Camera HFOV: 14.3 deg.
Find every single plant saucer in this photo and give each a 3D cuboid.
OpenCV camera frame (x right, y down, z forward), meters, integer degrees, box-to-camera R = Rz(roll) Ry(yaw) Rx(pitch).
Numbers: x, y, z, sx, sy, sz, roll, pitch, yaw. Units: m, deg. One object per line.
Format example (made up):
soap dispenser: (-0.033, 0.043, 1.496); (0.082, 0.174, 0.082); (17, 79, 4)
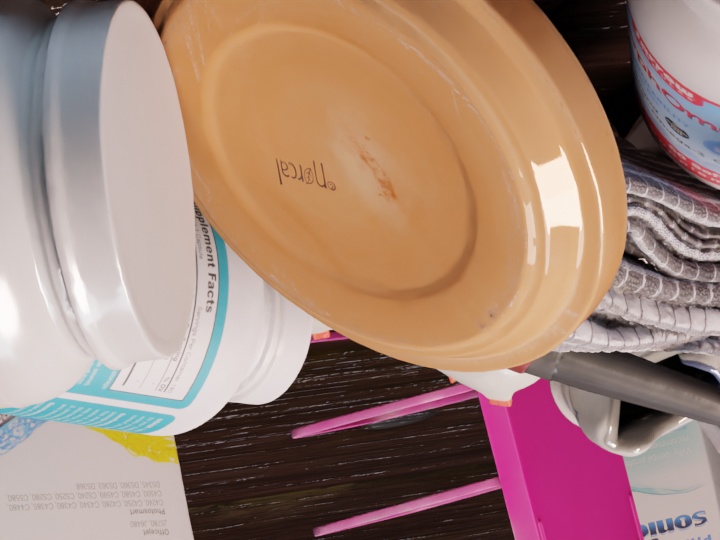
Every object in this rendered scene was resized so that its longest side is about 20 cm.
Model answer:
plant saucer: (-0.001, -0.044, 1.000); (0.032, 0.200, 0.200); (-45, -171, -36)

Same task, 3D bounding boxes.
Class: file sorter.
file sorter: (0.039, 0.064, 1.412); (0.125, 0.200, 0.139); (-16, 175, 23)

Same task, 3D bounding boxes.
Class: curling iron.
curling iron: (0.073, 0.026, 1.172); (0.200, 0.026, 0.050); (19, -147, 15)

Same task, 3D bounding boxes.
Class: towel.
towel: (0.065, -0.033, 1.161); (0.165, 0.086, 0.200); (31, -164, 36)

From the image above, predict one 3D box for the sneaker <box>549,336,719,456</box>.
sneaker: (0.173, 0.014, 1.254); (0.200, 0.074, 0.087); (-44, -162, 11)

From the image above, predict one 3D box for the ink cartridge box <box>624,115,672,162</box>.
ink cartridge box: (0.177, -0.068, 1.382); (0.200, 0.057, 0.162); (-5, 171, 24)

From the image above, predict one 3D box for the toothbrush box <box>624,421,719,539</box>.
toothbrush box: (0.159, 0.080, 1.624); (0.085, 0.200, 0.146); (-15, 167, 12)

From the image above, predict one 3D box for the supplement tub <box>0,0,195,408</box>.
supplement tub: (-0.167, -0.021, 0.981); (0.200, 0.145, 0.145); (-6, 168, 10)

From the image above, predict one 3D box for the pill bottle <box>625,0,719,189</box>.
pill bottle: (0.152, -0.100, 1.059); (0.109, 0.109, 0.200); (-13, 166, 4)

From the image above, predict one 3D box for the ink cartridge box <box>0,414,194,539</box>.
ink cartridge box: (-0.185, 0.086, 1.339); (0.147, 0.200, 0.146); (-23, 163, 38)

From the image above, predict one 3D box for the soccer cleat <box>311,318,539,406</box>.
soccer cleat: (0.000, 0.000, 1.300); (0.200, 0.069, 0.078); (16, 142, 27)

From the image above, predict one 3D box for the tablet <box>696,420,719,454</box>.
tablet: (0.196, 0.025, 1.361); (0.130, 0.200, 0.014); (-10, 122, -12)

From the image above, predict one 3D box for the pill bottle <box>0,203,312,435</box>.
pill bottle: (-0.119, 0.011, 1.220); (0.200, 0.111, 0.111); (12, 155, -38)
